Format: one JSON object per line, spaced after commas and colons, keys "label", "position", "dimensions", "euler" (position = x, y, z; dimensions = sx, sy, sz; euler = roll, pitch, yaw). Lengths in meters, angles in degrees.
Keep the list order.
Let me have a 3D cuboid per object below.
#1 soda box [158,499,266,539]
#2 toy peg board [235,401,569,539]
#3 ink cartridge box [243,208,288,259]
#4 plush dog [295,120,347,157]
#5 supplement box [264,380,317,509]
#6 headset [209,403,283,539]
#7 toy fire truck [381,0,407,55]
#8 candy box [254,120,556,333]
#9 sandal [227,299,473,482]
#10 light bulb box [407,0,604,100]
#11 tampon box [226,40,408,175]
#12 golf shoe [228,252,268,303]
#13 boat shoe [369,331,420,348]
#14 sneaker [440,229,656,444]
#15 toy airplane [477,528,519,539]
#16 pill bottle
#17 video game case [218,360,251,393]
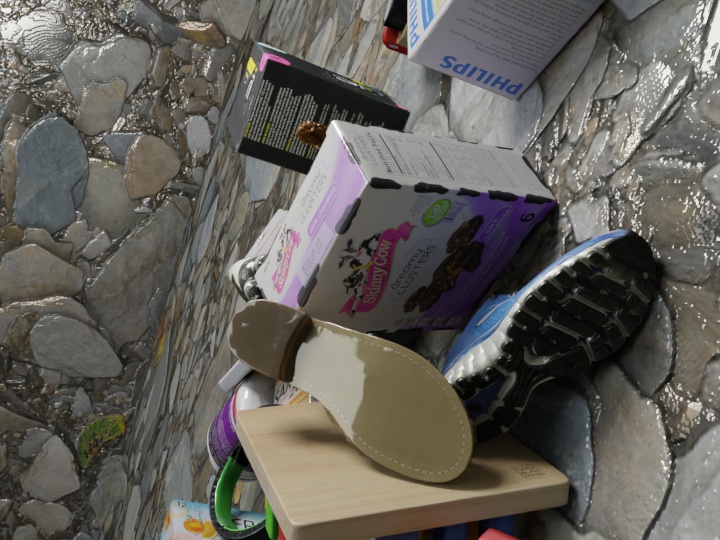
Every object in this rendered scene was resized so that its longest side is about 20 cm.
{"label": "soda box", "position": [-0.104, 0.291, 0.790], "dimensions": [0.068, 0.197, 0.064], "euler": [-123, 52, -65]}
{"label": "toy peg board", "position": [0.019, 0.176, 0.596], "dimensions": [0.199, 0.197, 0.100], "euler": [-151, 60, -68]}
{"label": "ink cartridge box", "position": [-0.108, -0.020, 1.180], "dimensions": [0.117, 0.066, 0.200], "euler": [-55, 21, -1]}
{"label": "plush dog", "position": [-0.021, -0.061, 0.886], "dimensions": [0.200, 0.159, 0.174], "euler": [9, 80, 68]}
{"label": "supplement box", "position": [-0.053, 0.172, 0.927], "dimensions": [0.126, 0.073, 0.202], "euler": [-49, 31, 47]}
{"label": "headset", "position": [-0.079, 0.165, 0.754], "dimensions": [0.201, 0.094, 0.123], "euler": [-52, 34, -11]}
{"label": "toy fire truck", "position": [0.063, -0.349, 0.968], "dimensions": [0.200, 0.127, 0.179], "euler": [-173, 98, -81]}
{"label": "candy box", "position": [0.035, -0.026, 0.652], "dimensions": [0.169, 0.198, 0.072], "euler": [-58, 46, 36]}
{"label": "sandal", "position": [-0.001, 0.086, 0.585], "dimensions": [0.078, 0.210, 0.070], "euler": [-61, -24, -7]}
{"label": "light bulb box", "position": [0.140, -0.305, 0.705], "dimensions": [0.200, 0.123, 0.201], "euler": [133, 146, -51]}
{"label": "tampon box", "position": [-0.063, -0.205, 1.052], "dimensions": [0.128, 0.197, 0.150], "euler": [-67, 22, 17]}
{"label": "golf shoe", "position": [-0.054, 0.042, 0.850], "dimensions": [0.088, 0.199, 0.078], "euler": [9, 64, 55]}
{"label": "boat shoe", "position": [0.002, 0.000, 0.770], "dimensions": [0.074, 0.203, 0.065], "euler": [-38, 39, -13]}
{"label": "sneaker", "position": [0.121, 0.035, 0.562], "dimensions": [0.200, 0.078, 0.090], "euler": [-44, 19, 30]}
{"label": "toy airplane", "position": [0.054, 0.282, 0.462], "dimensions": [0.199, 0.140, 0.201], "euler": [-38, 62, 30]}
{"label": "pill bottle", "position": [-0.142, 0.217, 1.069], "dimensions": [0.200, 0.111, 0.114], "euler": [-48, 32, 49]}
{"label": "video game case", "position": [-0.086, 0.068, 1.008], "dimensions": [0.182, 0.022, 0.200], "euler": [-40, -3, -38]}
